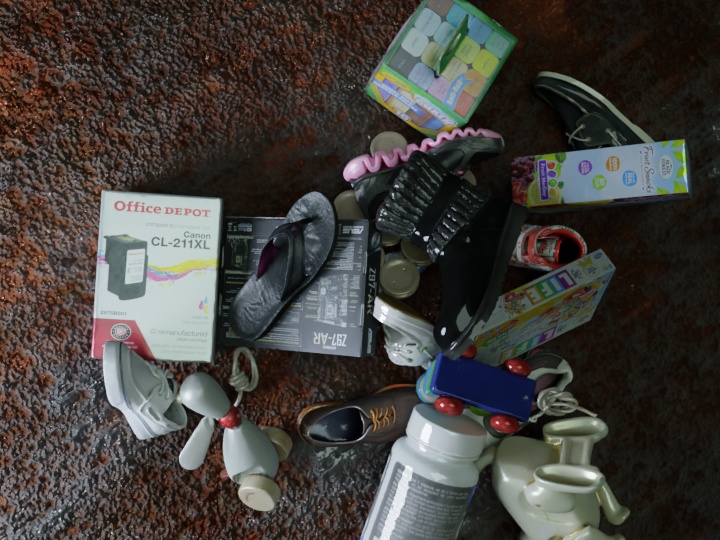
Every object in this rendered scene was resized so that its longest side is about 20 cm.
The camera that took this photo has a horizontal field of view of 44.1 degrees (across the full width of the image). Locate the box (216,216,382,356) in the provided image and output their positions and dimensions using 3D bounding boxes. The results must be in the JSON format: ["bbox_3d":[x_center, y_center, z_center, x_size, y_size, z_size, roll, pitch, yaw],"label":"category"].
[{"bbox_3d":[-0.076,0.017,1.078,0.199,0.044,0.161,2,88,24],"label":"box"}]

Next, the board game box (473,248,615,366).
[{"bbox_3d":[0.215,0.058,1.120,0.199,0.135,0.034,-24,62,-15],"label":"board game box"}]

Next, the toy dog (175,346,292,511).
[{"bbox_3d":[-0.164,0.201,1.076,0.096,0.132,0.201,-15,106,27],"label":"toy dog"}]

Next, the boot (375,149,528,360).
[{"bbox_3d":[0.084,-0.019,1.012,0.157,0.079,0.212,25,69,-4],"label":"boot"}]

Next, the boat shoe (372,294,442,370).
[{"bbox_3d":[0.063,0.086,1.087,0.071,0.200,0.069,37,91,34],"label":"boat shoe"}]

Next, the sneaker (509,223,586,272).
[{"bbox_3d":[0.188,-0.040,1.139,0.201,0.108,0.068,12,87,-8],"label":"sneaker"}]

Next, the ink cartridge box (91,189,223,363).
[{"bbox_3d":[-0.245,0.006,1.082,0.145,0.083,0.201,3,89,-8],"label":"ink cartridge box"}]

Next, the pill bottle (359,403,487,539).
[{"bbox_3d":[0.079,0.274,1.097,0.113,0.114,0.201,18,99,-8],"label":"pill bottle"}]

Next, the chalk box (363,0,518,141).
[{"bbox_3d":[0.099,-0.252,1.080,0.124,0.200,0.125,34,86,-8],"label":"chalk box"}]

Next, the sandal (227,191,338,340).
[{"bbox_3d":[-0.092,-0.002,1.035,0.075,0.048,0.201,38,103,22],"label":"sandal"}]

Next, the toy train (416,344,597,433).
[{"bbox_3d":[0.169,0.157,1.077,0.199,0.116,0.085,19,73,-8],"label":"toy train"}]

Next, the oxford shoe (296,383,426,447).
[{"bbox_3d":[0.021,0.190,1.127,0.199,0.073,0.072,-12,91,-9],"label":"oxford shoe"}]

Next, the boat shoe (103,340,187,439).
[{"bbox_3d":[-0.246,0.135,1.032,0.065,0.200,0.074,-7,62,-2],"label":"boat shoe"}]

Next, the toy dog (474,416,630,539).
[{"bbox_3d":[0.238,0.310,1.110,0.193,0.140,0.201,-8,113,12],"label":"toy dog"}]

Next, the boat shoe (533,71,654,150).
[{"bbox_3d":[0.305,-0.188,1.178,0.200,0.072,0.068,38,81,-9],"label":"boat shoe"}]

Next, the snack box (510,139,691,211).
[{"bbox_3d":[0.299,-0.111,1.090,0.199,0.169,0.068,-3,91,21],"label":"snack box"}]

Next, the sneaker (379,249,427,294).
[{"bbox_3d":[0.000,0.000,1.127,0.200,0.075,0.088,-29,89,-11],"label":"sneaker"}]

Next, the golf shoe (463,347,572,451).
[{"bbox_3d":[0.187,0.177,1.147,0.200,0.088,0.077,-43,98,-6],"label":"golf shoe"}]

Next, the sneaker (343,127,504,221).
[{"bbox_3d":[0.084,-0.112,1.089,0.199,0.079,0.096,-16,80,7],"label":"sneaker"}]

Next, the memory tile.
[{"bbox_3d":[0.044,-0.073,1.121,0.153,0.017,0.200,28,70,13],"label":"memory tile"}]
